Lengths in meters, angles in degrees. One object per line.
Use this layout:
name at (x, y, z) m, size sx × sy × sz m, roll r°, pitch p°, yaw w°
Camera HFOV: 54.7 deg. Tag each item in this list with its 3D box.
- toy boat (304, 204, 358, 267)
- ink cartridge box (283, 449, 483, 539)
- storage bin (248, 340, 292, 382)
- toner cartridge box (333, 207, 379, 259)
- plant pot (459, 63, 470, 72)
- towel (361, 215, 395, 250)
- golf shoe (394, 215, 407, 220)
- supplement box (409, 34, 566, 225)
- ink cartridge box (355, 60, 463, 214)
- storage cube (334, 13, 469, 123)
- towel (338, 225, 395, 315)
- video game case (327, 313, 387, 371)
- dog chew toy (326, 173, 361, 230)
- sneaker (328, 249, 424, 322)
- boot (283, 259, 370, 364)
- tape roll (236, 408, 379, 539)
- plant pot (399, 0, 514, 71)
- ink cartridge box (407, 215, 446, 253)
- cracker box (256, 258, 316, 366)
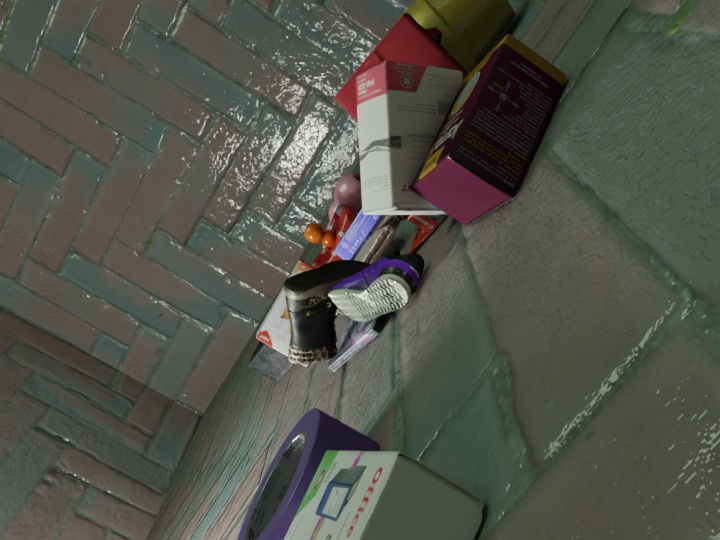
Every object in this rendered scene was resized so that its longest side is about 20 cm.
toy boat at (-0.086, -0.082, 1.814) m, size 0.202 × 0.129 × 0.130 m, roll -71°, pitch 20°, yaw 5°
ink cartridge box at (0.000, 0.231, 0.572) m, size 0.146 × 0.087 × 0.200 m, roll -62°, pitch 11°, yaw -20°
storage bin at (-0.204, 0.186, 1.820) m, size 0.200 × 0.093 × 0.136 m, roll -48°, pitch 15°, yaw 50°
toner cartridge box at (0.017, -0.119, 1.509) m, size 0.201 × 0.043 × 0.095 m, roll -55°, pitch 5°, yaw 25°
plant pot at (0.111, -0.301, 1.377) m, size 0.201 × 0.199 × 0.191 m, roll 158°, pitch 127°, yaw -75°
towel at (0.067, -0.141, 1.563) m, size 0.191 × 0.032 × 0.201 m, roll -52°, pitch 12°, yaw 35°
golf shoe at (0.099, -0.154, 1.305) m, size 0.088 × 0.077 × 0.200 m, roll -44°, pitch 8°, yaw 20°
supplement box at (0.166, -0.181, 0.918) m, size 0.201 × 0.103 × 0.131 m, roll -63°, pitch 11°, yaw -19°
ink cartridge box at (0.075, -0.181, 0.994) m, size 0.084 × 0.144 × 0.203 m, roll -5°, pitch 88°, yaw 56°
storage cube at (0.098, -0.282, 1.156) m, size 0.200 × 0.180 × 0.171 m, roll -45°, pitch -9°, yaw 18°
towel at (0.000, 0.000, 1.379) m, size 0.192 × 0.032 × 0.200 m, roll -57°, pitch 6°, yaw -4°
video game case at (0.009, 0.084, 1.212) m, size 0.200 × 0.019 × 0.144 m, roll -46°, pitch 17°, yaw 54°
dog chew toy at (-0.032, -0.165, 1.934) m, size 0.125 × 0.123 × 0.201 m, roll -78°, pitch 13°, yaw -64°
sneaker at (0.032, 0.018, 1.101) m, size 0.199 × 0.070 × 0.100 m, roll -16°, pitch 32°, yaw 53°
boot at (-0.051, 0.070, 1.219) m, size 0.199 × 0.073 × 0.152 m, roll -18°, pitch -59°, yaw -43°
tape roll at (-0.064, 0.270, 0.808) m, size 0.201 × 0.084 × 0.200 m, roll -58°, pitch 9°, yaw 15°
plant pot at (0.214, -0.523, 1.476) m, size 0.189 × 0.201 × 0.201 m, roll -40°, pitch 14°, yaw 15°
ink cartridge box at (0.123, -0.125, 1.144) m, size 0.200 × 0.050 × 0.110 m, roll -50°, pitch 13°, yaw 43°
cracker box at (-0.129, 0.095, 1.563) m, size 0.201 × 0.133 × 0.058 m, roll -60°, pitch 10°, yaw 2°
